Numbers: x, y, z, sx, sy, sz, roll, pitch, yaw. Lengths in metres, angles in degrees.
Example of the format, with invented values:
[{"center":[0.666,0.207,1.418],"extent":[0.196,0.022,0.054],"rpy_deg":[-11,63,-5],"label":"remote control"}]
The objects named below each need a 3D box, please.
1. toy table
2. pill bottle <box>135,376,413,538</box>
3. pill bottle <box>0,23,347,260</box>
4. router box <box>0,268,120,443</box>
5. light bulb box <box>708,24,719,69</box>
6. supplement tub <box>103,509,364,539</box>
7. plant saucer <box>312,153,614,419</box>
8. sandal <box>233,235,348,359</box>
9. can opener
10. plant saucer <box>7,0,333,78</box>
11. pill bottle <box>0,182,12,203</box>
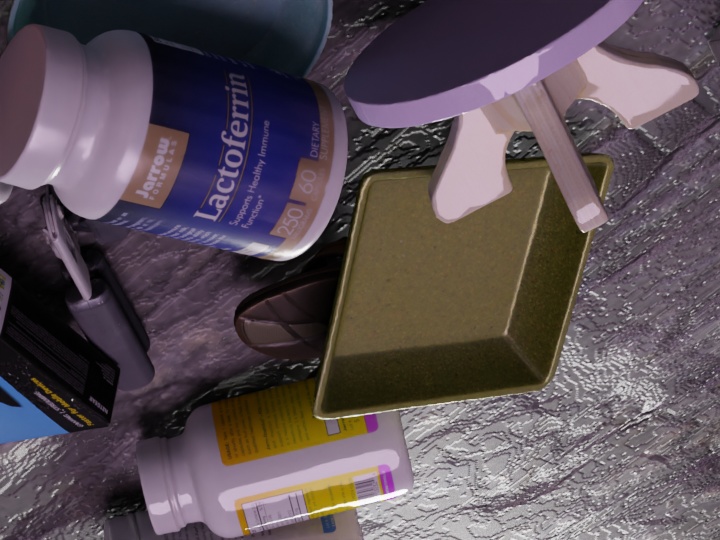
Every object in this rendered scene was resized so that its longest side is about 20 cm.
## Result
[{"center":[0.105,-0.115,1.341],"extent":[0.199,0.184,0.117],"rpy_deg":[-20,124,18],"label":"toy table"},{"center":[-0.066,0.142,1.623],"extent":[0.199,0.104,0.104],"rpy_deg":[-13,140,-2],"label":"pill bottle"},{"center":[-0.118,-0.079,1.284],"extent":[0.199,0.116,0.116],"rpy_deg":[12,133,-29],"label":"pill bottle"},{"center":[-0.280,0.052,1.456],"extent":[0.149,0.051,0.200],"rpy_deg":[-11,144,28],"label":"router box"},{"center":[0.367,-0.169,1.382],"extent":[0.199,0.125,0.198],"rpy_deg":[4,136,-21],"label":"light bulb box"},{"center":[-0.100,0.249,1.716],"extent":[0.199,0.132,0.132],"rpy_deg":[-5,139,-11],"label":"supplement tub"},{"center":[0.062,0.000,1.489],"extent":[0.199,0.048,0.200],"rpy_deg":[-6,125,-28],"label":"plant saucer"},{"center":[0.000,0.000,1.524],"extent":[0.200,0.055,0.082],"rpy_deg":[-29,137,-7],"label":"sandal"},{"center":[-0.170,0.008,1.473],"extent":[0.067,0.053,0.200],"rpy_deg":[-17,141,4],"label":"can opener"},{"center":[-0.117,-0.159,1.308],"extent":[0.199,0.036,0.200],"rpy_deg":[-9,141,-7],"label":"plant saucer"},{"center":[-0.323,-0.054,1.307],"extent":[0.200,0.111,0.111],"rpy_deg":[-23,140,10],"label":"pill bottle"}]
